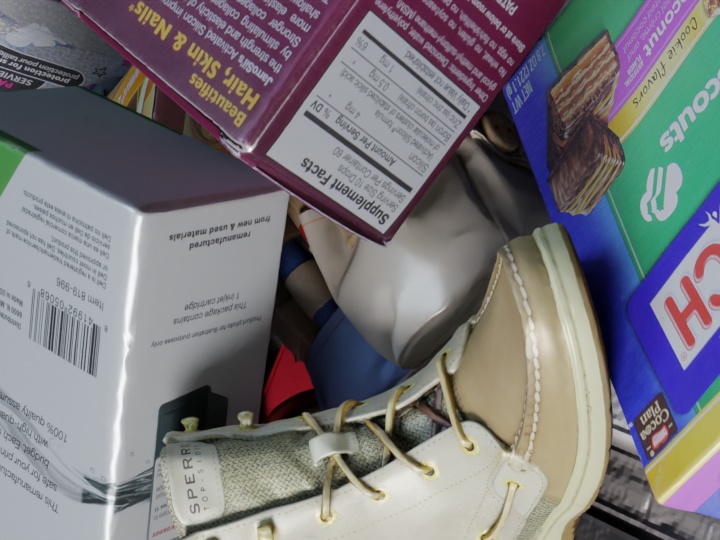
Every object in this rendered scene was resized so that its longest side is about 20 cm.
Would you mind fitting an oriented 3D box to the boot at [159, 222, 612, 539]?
[{"bbox_3d":[0.005,0.063,0.633,0.201,0.153,0.073,95,169,-53],"label":"boot"}]

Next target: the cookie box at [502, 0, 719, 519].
[{"bbox_3d":[0.144,-0.043,0.590,0.171,0.075,0.201,-52,38,35],"label":"cookie box"}]

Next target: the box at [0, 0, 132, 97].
[{"bbox_3d":[-0.146,-0.148,0.996,0.115,0.199,0.133,-44,42,44],"label":"box"}]

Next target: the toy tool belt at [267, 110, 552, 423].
[{"bbox_3d":[0.000,0.000,0.752,0.200,0.124,0.123,-48,65,40],"label":"toy tool belt"}]

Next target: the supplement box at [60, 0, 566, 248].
[{"bbox_3d":[0.006,-0.133,0.650,0.131,0.103,0.201,41,96,37],"label":"supplement box"}]

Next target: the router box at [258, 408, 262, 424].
[{"bbox_3d":[-0.111,0.075,0.971,0.150,0.051,0.201,-54,30,35],"label":"router box"}]

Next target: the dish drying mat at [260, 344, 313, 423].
[{"bbox_3d":[-0.021,0.047,0.884,0.077,0.018,0.201,42,114,57],"label":"dish drying mat"}]

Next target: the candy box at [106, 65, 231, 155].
[{"bbox_3d":[-0.127,-0.030,0.942,0.200,0.055,0.116,-35,45,54],"label":"candy box"}]

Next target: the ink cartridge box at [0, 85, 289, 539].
[{"bbox_3d":[-0.116,0.041,0.729,0.146,0.083,0.202,26,116,38],"label":"ink cartridge box"}]
